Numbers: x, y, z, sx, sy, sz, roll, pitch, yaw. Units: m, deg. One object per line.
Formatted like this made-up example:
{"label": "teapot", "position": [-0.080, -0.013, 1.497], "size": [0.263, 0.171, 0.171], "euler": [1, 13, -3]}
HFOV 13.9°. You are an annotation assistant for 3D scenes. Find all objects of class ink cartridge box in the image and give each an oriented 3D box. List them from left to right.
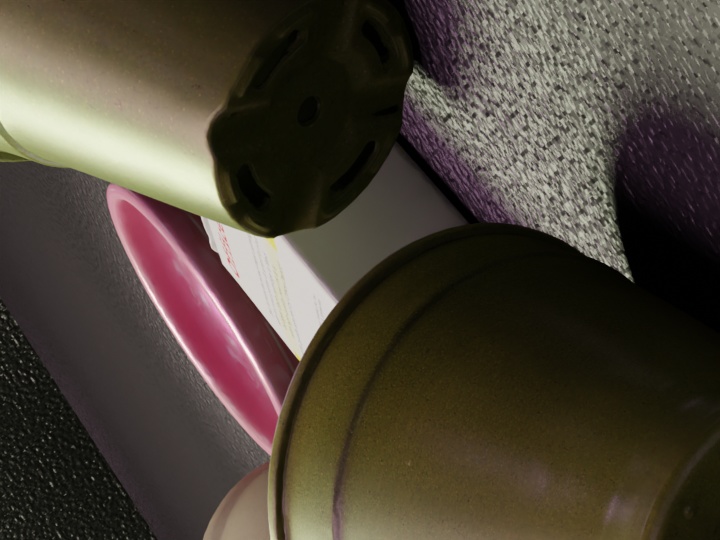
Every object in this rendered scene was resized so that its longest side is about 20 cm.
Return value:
{"label": "ink cartridge box", "position": [0.000, 0.000, 1.494], "size": [0.200, 0.083, 0.145], "euler": [50, 165, 31]}

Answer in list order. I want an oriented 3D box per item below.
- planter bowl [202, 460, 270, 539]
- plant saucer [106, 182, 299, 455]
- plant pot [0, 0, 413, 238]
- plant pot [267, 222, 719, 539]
{"label": "planter bowl", "position": [0.027, 0.172, 1.639], "size": [0.200, 0.200, 0.135], "euler": [56, 140, 3]}
{"label": "plant saucer", "position": [-0.076, 0.021, 1.758], "size": [0.201, 0.051, 0.201], "euler": [53, 168, 16]}
{"label": "plant pot", "position": [-0.080, -0.106, 1.369], "size": [0.190, 0.200, 0.200], "euler": [31, 154, 36]}
{"label": "plant pot", "position": [0.099, 0.094, 1.156], "size": [0.193, 0.200, 0.201], "euler": [15, 138, 54]}
